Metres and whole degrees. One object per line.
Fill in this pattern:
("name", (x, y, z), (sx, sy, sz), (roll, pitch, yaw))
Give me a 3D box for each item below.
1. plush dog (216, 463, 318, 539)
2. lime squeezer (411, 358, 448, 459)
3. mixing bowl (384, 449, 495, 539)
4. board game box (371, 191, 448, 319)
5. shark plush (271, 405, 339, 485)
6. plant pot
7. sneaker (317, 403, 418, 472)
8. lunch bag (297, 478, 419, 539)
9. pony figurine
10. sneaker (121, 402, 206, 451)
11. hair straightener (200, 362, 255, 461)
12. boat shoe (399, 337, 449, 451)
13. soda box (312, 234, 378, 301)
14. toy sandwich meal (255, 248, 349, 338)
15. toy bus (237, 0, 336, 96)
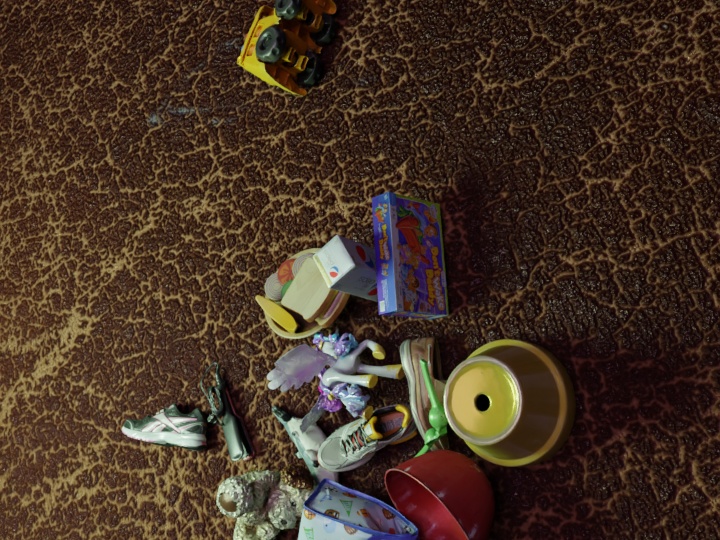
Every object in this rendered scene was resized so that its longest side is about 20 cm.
("plush dog", (-0.147, 0.420, 1.522), (0.168, 0.161, 0.204), (-3, 120, 15))
("lime squeezer", (0.110, 0.249, 1.359), (0.070, 0.037, 0.204), (21, 121, 31))
("mixing bowl", (0.143, 0.365, 1.350), (0.108, 0.202, 0.199), (-38, 58, -26))
("board game box", (0.087, -0.023, 1.457), (0.044, 0.133, 0.205), (-16, 73, 45))
("shark plush", (-0.110, 0.325, 1.549), (0.198, 0.090, 0.085), (33, 128, 23))
("plant pot", (0.220, 0.206, 1.316), (0.197, 0.188, 0.206), (-5, 79, 28))
("sneaker", (0.010, 0.282, 1.457), (0.197, 0.082, 0.079), (-30, 67, 5))
("lunch bag", (-0.007, 0.476, 1.412), (0.196, 0.124, 0.174), (17, 110, 15))
("pony figurine", (-0.045, 0.188, 1.484), (0.198, 0.168, 0.193), (17, 52, 41))
("sneaker", (-0.388, 0.312, 1.707), (0.196, 0.080, 0.088), (3, 70, 21))
("hair straightener", (-0.265, 0.273, 1.633), (0.040, 0.077, 0.204), (-28, 69, 23))
("boat shoe", (0.124, 0.210, 1.435), (0.070, 0.076, 0.204), (-18, 77, 18))
("soda box", (0.000, 0.000, 1.465), (0.063, 0.199, 0.069), (-38, 66, 16))
("toy sandwich meal", (-0.109, 0.036, 1.566), (0.201, 0.070, 0.209), (-15, 57, 24))
("toy bus", (-0.163, -0.473, 1.692), (0.190, 0.134, 0.204), (22, 90, 45))
